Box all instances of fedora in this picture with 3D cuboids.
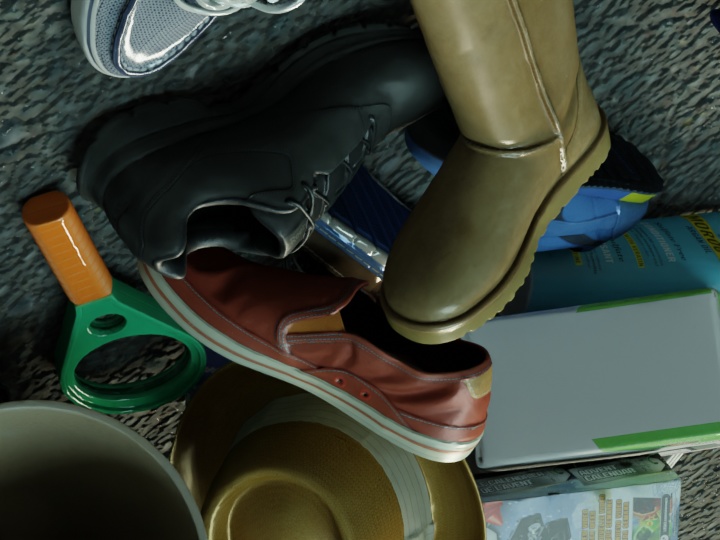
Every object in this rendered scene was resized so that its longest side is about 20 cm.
[{"bbox_3d":[-0.031,0.143,1.583,0.201,0.200,0.082,-52,176,33],"label":"fedora"}]

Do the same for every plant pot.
[{"bbox_3d":[-0.161,0.181,1.579,0.187,0.188,0.200,-29,165,-5],"label":"plant pot"}]

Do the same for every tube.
[{"bbox_3d":[0.167,-0.004,1.748,0.200,0.078,0.050,-6,139,-32],"label":"tube"}]

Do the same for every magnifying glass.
[{"bbox_3d":[-0.134,0.019,1.542,0.079,0.022,0.200,-17,149,3],"label":"magnifying glass"}]

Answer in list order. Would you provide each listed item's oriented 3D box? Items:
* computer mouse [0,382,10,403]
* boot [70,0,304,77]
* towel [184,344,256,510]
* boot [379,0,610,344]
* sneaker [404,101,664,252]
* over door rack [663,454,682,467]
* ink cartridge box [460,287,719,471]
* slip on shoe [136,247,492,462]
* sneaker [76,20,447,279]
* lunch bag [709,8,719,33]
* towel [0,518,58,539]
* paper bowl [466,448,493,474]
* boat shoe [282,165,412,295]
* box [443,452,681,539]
[{"bbox_3d":[-0.269,0.110,1.548,0.140,0.046,0.200,-7,141,-52],"label":"computer mouse"},{"bbox_3d":[-0.062,-0.137,1.310,0.073,0.090,0.200,-7,143,-36],"label":"boot"},{"bbox_3d":[-0.029,0.125,1.633,0.024,0.144,0.201,-47,141,-61],"label":"towel"},{"bbox_3d":[0.047,-0.088,1.435,0.175,0.066,0.200,-54,146,-28],"label":"boot"},{"bbox_3d":[0.082,-0.042,1.612,0.078,0.066,0.200,-47,148,24],"label":"sneaker"},{"bbox_3d":[0.135,0.145,1.925,0.200,0.067,0.148,-30,159,-48],"label":"over door rack"},{"bbox_3d":[0.145,0.066,1.710,0.145,0.084,0.200,-9,174,10],"label":"ink cartridge box"},{"bbox_3d":[-0.020,0.025,1.519,0.061,0.200,0.074,-66,171,29],"label":"slip on shoe"},{"bbox_3d":[-0.034,-0.053,1.465,0.200,0.091,0.076,-25,148,-14],"label":"sneaker"},{"bbox_3d":[0.271,-0.117,1.567,0.127,0.170,0.200,-29,152,-4],"label":"lunch bag"},{"bbox_3d":[-0.201,0.176,1.710,0.200,0.037,0.148,-29,149,-5],"label":"towel"},{"bbox_3d":[0.050,0.182,1.777,0.104,0.201,0.201,-20,149,-11],"label":"paper bowl"},{"bbox_3d":[0.000,0.000,1.595,0.072,0.072,0.200,-32,148,17],"label":"boat shoe"},{"bbox_3d":[0.105,0.206,1.668,0.136,0.040,0.201,-5,112,-15],"label":"box"}]
